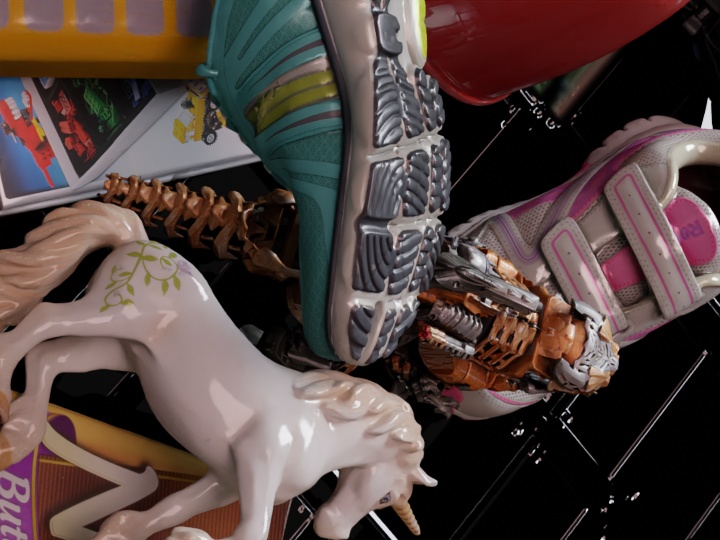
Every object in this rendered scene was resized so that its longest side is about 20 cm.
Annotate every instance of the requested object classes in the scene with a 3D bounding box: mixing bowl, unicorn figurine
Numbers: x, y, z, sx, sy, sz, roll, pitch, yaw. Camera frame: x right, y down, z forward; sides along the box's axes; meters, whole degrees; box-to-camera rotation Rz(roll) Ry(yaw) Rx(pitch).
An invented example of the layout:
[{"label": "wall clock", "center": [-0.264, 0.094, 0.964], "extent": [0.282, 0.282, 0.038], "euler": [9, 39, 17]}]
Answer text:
[{"label": "mixing bowl", "center": [0.089, -0.169, 1.008], "extent": [0.200, 0.108, 0.201], "euler": [5, 85, -62]}, {"label": "unicorn figurine", "center": [-0.055, 0.055, 0.904], "extent": [0.137, 0.074, 0.200], "euler": [-41, 104, -32]}]

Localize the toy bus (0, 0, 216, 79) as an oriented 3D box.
[{"label": "toy bus", "center": [-0.116, -0.112, 0.908], "extent": [0.199, 0.065, 0.079], "euler": [-2, 88, -32]}]

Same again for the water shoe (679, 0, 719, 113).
[{"label": "water shoe", "center": [0.153, -0.133, 1.119], "extent": [0.079, 0.071, 0.201], "euler": [-6, 76, -26]}]

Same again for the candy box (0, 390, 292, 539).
[{"label": "candy box", "center": [-0.131, 0.108, 0.923], "extent": [0.200, 0.056, 0.117], "euler": [22, 73, -30]}]

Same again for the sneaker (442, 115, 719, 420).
[{"label": "sneaker", "center": [0.106, -0.009, 1.063], "extent": [0.200, 0.088, 0.081], "euler": [-40, 106, -28]}]

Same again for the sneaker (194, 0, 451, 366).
[{"label": "sneaker", "center": [-0.016, -0.064, 0.888], "extent": [0.077, 0.079, 0.201], "euler": [10, 73, -67]}]

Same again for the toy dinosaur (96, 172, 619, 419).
[{"label": "toy dinosaur", "center": [0.000, 0.000, 0.962], "extent": [0.200, 0.136, 0.102], "euler": [42, 69, -11]}]

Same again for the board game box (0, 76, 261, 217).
[{"label": "board game box", "center": [-0.113, -0.129, 0.970], "extent": [0.126, 0.035, 0.201], "euler": [-13, 92, -31]}]
